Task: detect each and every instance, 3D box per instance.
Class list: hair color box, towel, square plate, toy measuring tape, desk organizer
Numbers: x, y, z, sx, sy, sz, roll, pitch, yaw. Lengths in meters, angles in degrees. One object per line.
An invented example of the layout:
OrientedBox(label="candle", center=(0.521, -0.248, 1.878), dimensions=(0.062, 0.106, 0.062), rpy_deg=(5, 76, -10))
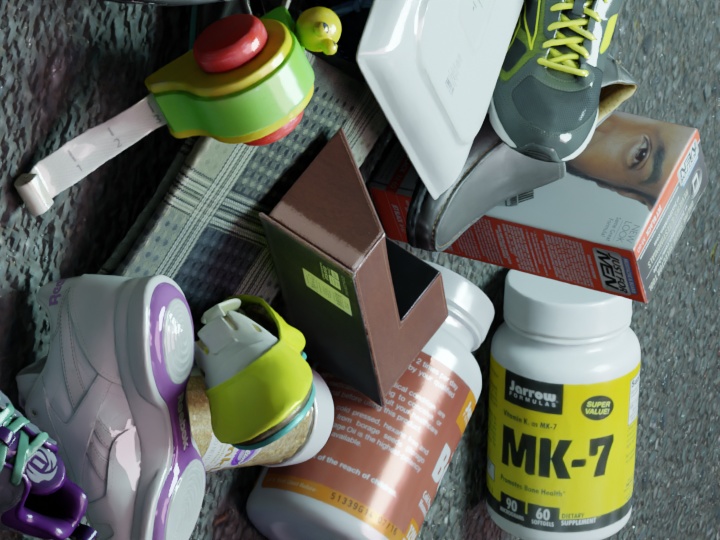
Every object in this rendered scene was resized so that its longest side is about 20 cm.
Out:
OrientedBox(label="hair color box", center=(0.121, -0.059, 1.878), dimensions=(0.111, 0.200, 0.064), rpy_deg=(-60, 151, -28))
OrientedBox(label="towel", center=(-0.071, -0.047, 1.654), dimensions=(0.200, 0.035, 0.193), rpy_deg=(-56, 155, 5))
OrientedBox(label="square plate", center=(0.061, -0.169, 1.702), dimensions=(0.200, 0.028, 0.198), rpy_deg=(57, 48, -62))
OrientedBox(label="toy measuring tape", center=(-0.093, -0.083, 1.514), dimensions=(0.200, 0.074, 0.074), rpy_deg=(-33, 140, -9))
OrientedBox(label="desk organizer", center=(0.000, 0.000, 1.718), dimensions=(0.077, 0.072, 0.200), rpy_deg=(-51, 160, -17))

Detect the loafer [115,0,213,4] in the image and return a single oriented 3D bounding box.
OrientedBox(label="loafer", center=(-0.070, -0.174, 1.511), dimensions=(0.200, 0.072, 0.073), rpy_deg=(-14, 122, -31))

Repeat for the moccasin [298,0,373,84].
OrientedBox(label="moccasin", center=(-0.015, -0.188, 1.679), dimensions=(0.068, 0.080, 0.200), rpy_deg=(-92, 158, -60))

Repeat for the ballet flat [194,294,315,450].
OrientedBox(label="ballet flat", center=(-0.067, 0.052, 1.589), dimensions=(0.067, 0.067, 0.200), rpy_deg=(55, 5, -8))

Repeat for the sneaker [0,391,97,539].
OrientedBox(label="sneaker", center=(-0.199, 0.076, 1.464), dimensions=(0.074, 0.088, 0.200), rpy_deg=(-62, 150, -25))

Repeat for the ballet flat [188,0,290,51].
OrientedBox(label="ballet flat", center=(-0.067, -0.204, 1.600), dimensions=(0.068, 0.068, 0.200), rpy_deg=(-80, 170, -60))

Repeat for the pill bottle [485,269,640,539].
OrientedBox(label="pill bottle", center=(0.154, 0.097, 2.108), dimensions=(0.114, 0.114, 0.200), rpy_deg=(-35, 131, -52))

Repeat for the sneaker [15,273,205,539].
OrientedBox(label="sneaker", center=(-0.142, 0.093, 1.566), dimensions=(0.075, 0.100, 0.200), rpy_deg=(-38, 131, -64))

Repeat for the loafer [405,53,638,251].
OrientedBox(label="loafer", center=(0.104, -0.083, 1.815), dimensions=(0.200, 0.072, 0.073), rpy_deg=(-51, 157, -23))

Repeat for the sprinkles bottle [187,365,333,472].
OrientedBox(label="sprinkles bottle", center=(-0.092, 0.090, 1.695), dimensions=(0.200, 0.068, 0.068), rpy_deg=(0, 102, -61))

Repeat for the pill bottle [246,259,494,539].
OrientedBox(label="pill bottle", center=(0.013, 0.097, 1.844), dimensions=(0.200, 0.112, 0.112), rpy_deg=(-64, 150, -20))

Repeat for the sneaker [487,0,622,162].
OrientedBox(label="sneaker", center=(0.129, -0.160, 1.784), dimensions=(0.085, 0.074, 0.200), rpy_deg=(106, -4, -54))

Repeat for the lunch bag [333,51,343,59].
OrientedBox(label="lunch bag", center=(0.057, -0.205, 1.819), dimensions=(0.161, 0.082, 0.200), rpy_deg=(6, 97, -61))
